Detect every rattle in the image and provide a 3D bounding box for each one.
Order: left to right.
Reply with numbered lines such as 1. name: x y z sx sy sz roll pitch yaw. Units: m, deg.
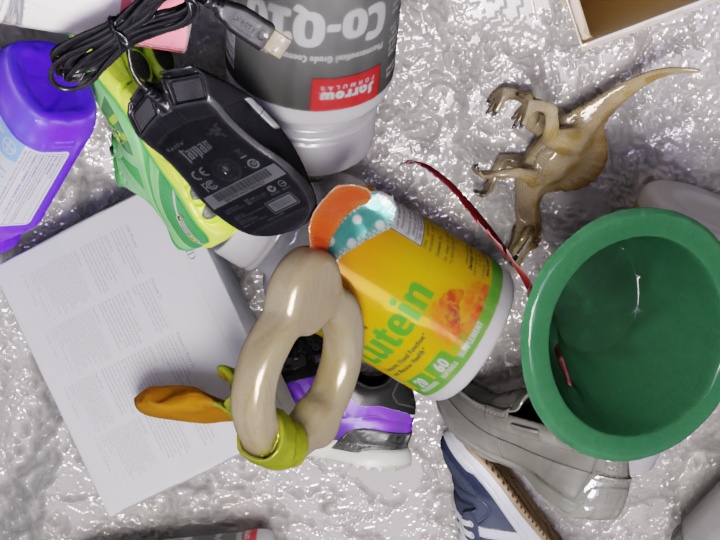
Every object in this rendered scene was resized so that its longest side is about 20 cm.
1. rattle: -0.065 0.021 1.168 0.130 0.143 0.201 -10 115 -38

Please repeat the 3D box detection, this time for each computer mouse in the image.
1. computer mouse: -0.081 -0.109 1.083 0.140 0.046 0.200 -30 124 35

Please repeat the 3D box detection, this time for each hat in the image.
1. hat: 0.152 0.012 1.222 0.165 0.176 0.201 -17 109 -15

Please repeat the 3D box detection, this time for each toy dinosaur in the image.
1. toy dinosaur: 0.143 -0.097 1.249 0.101 0.058 0.200 23 119 -28

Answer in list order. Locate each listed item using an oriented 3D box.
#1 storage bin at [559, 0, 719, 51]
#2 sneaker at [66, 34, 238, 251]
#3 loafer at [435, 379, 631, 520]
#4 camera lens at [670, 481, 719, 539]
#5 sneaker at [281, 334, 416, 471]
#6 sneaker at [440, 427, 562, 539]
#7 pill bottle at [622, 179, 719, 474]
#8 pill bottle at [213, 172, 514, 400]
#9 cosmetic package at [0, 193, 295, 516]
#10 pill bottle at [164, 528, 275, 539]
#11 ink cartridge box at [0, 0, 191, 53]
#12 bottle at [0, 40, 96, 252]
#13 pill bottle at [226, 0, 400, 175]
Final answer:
1. storage bin: 0.204 -0.280 1.140 0.199 0.094 0.199 -19 114 6
2. sneaker: -0.152 -0.099 1.184 0.084 0.074 0.201 -38 77 43
3. loafer: 0.127 0.113 1.265 0.070 0.200 0.070 7 104 -38
4. camera lens: 0.347 0.201 1.323 0.160 0.160 0.200 34 108 -16
5. sneaker: -0.054 0.086 1.308 0.199 0.070 0.100 8 99 -2
6. sneaker: 0.092 0.216 1.366 0.108 0.070 0.200 -32 114 9
7. pill bottle: 0.218 0.045 1.274 0.111 0.111 0.201 18 112 -11
8. pill bottle: 0.000 0.000 1.243 0.199 0.111 0.111 30 109 -15
9. cosmetic package: -0.152 0.053 1.253 0.150 0.052 0.201 -26 89 10
10. pill bottle: -0.160 0.267 1.352 0.199 0.114 0.114 -6 114 0
11. ink cartridge box: -0.201 -0.210 1.120 0.199 0.147 0.083 9 112 -7
12. bottle: -0.246 -0.068 1.194 0.065 0.084 0.200 -6 150 -38
13. pill bottle: -0.031 -0.169 1.137 0.113 0.114 0.201 2 131 -4
